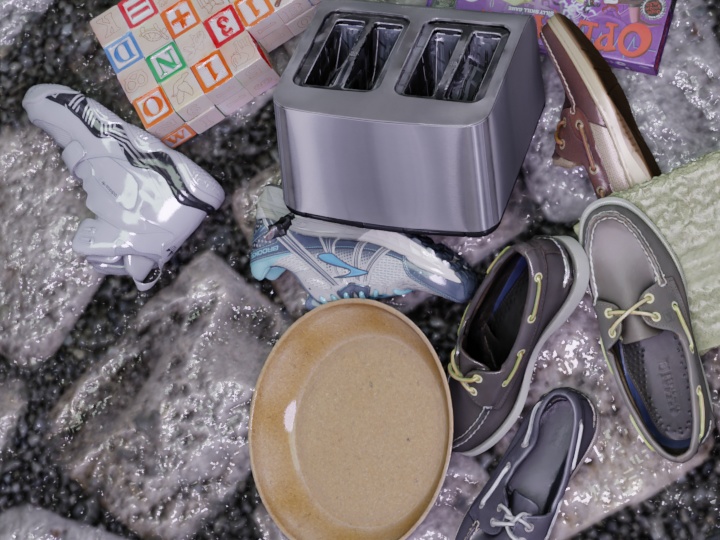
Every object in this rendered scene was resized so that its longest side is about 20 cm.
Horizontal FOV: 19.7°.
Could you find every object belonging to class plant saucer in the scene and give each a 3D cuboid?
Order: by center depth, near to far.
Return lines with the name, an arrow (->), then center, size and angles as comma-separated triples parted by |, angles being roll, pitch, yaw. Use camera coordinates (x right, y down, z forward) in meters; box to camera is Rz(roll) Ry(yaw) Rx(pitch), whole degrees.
plant saucer -> -0.001, 0.123, 1.598 | 0.199, 0.035, 0.202 | -6, 81, 37

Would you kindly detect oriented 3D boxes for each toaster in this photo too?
toaster -> 0.034, -0.117, 1.598 | 0.179, 0.119, 0.201 | 7, 43, 17

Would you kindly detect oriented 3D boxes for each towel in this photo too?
towel -> 0.274, -0.019, 1.558 | 0.199, 0.037, 0.149 | -24, 100, 14

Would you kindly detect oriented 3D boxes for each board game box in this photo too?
board game box -> 0.160, -0.235, 1.686 | 0.198, 0.032, 0.121 | 13, 83, 18

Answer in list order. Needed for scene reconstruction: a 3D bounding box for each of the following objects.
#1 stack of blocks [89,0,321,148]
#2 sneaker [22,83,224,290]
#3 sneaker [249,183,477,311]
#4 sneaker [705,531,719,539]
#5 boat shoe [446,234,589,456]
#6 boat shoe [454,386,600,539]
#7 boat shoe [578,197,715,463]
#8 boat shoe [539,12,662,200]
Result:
stack of blocks -> -0.111, -0.205, 1.732 | 0.199, 0.059, 0.116 | -32, 70, 5
sneaker -> -0.219, -0.070, 1.715 | 0.199, 0.075, 0.115 | 30, 82, 17
sneaker -> 0.000, 0.000, 1.649 | 0.199, 0.077, 0.087 | 20, 93, 26
sneaker -> 0.335, 0.233, 1.480 | 0.199, 0.085, 0.075 | 21, 81, 19
boat shoe -> 0.099, 0.057, 1.558 | 0.072, 0.060, 0.202 | 50, 125, 37
boat shoe -> 0.116, 0.177, 1.565 | 0.072, 0.063, 0.201 | 27, 84, 20
boat shoe -> 0.212, 0.045, 1.532 | 0.072, 0.060, 0.203 | -18, 100, 16
boat shoe -> 0.179, -0.102, 1.618 | 0.072, 0.072, 0.201 | -28, 85, 18
